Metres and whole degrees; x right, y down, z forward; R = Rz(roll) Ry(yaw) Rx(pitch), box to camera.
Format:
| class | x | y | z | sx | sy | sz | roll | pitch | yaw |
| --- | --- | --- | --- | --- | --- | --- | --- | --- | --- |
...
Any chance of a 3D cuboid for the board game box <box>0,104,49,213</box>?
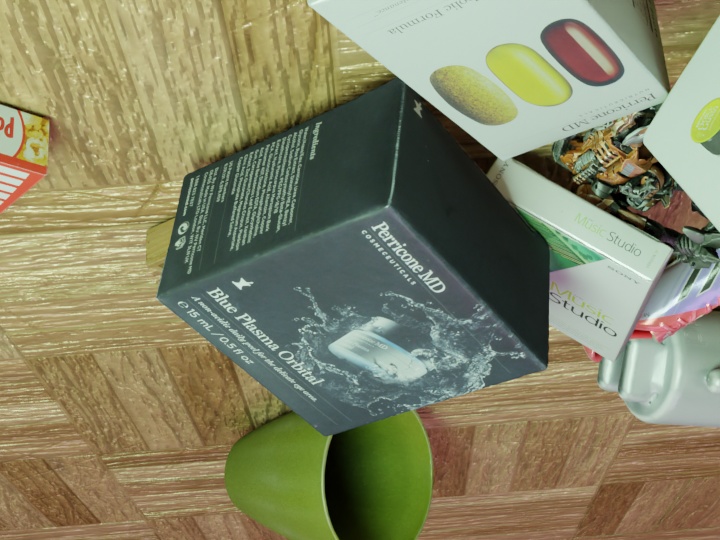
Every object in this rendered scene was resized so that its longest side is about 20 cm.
| class | x | y | z | sx | sy | sz | roll | pitch | yaw |
| --- | --- | --- | --- | --- | --- | --- | --- | --- | --- |
| board game box | -0.331 | -0.079 | 0.867 | 0.199 | 0.047 | 0.151 | 16 | 149 | -37 |

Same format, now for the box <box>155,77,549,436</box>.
| class | x | y | z | sx | sy | sz | roll | pitch | yaw |
| --- | --- | --- | --- | --- | --- | --- | --- | --- | --- |
| box | 0.000 | 0.000 | 0.912 | 0.199 | 0.118 | 0.197 | -21 | 133 | 30 |

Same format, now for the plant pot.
| class | x | y | z | sx | sy | sz | roll | pitch | yaw |
| --- | --- | --- | --- | --- | --- | --- | --- | --- | --- |
| plant pot | -0.052 | 0.228 | 1.464 | 0.199 | 0.189 | 0.187 | -5 | 161 | 41 |

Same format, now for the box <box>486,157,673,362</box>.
| class | x | y | z | sx | sy | sz | roll | pitch | yaw |
| --- | --- | --- | --- | --- | --- | --- | --- | --- | --- |
| box | 0.157 | -0.004 | 1.019 | 0.144 | 0.036 | 0.200 | 31 | 163 | 14 |

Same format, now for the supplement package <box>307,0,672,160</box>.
| class | x | y | z | sx | sy | sz | roll | pitch | yaw |
| --- | --- | --- | --- | --- | --- | --- | --- | --- | --- |
| supplement package | 0.070 | -0.157 | 0.685 | 0.113 | 0.110 | 0.200 | -19 | 152 | 30 |

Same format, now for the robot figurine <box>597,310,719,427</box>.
| class | x | y | z | sx | sy | sz | roll | pitch | yaw |
| --- | --- | --- | --- | --- | --- | --- | --- | --- | --- |
| robot figurine | 0.332 | 0.095 | 1.278 | 0.198 | 0.114 | 0.170 | 5 | -169 | -21 |

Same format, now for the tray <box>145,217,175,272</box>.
| class | x | y | z | sx | sy | sz | roll | pitch | yaw |
| --- | --- | --- | --- | --- | --- | --- | --- | --- | --- |
| tray | -0.063 | -0.034 | 1.024 | 0.199 | 0.037 | 0.098 | -20 | 152 | 32 |

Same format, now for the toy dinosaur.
| class | x | y | z | sx | sy | sz | roll | pitch | yaw |
| --- | --- | --- | --- | --- | --- | --- | --- | --- | --- |
| toy dinosaur | 0.204 | -0.066 | 0.964 | 0.135 | 0.103 | 0.200 | 17 | 172 | 6 |

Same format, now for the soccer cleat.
| class | x | y | z | sx | sy | sz | roll | pitch | yaw |
| --- | --- | --- | --- | --- | --- | --- | --- | --- | --- |
| soccer cleat | 0.286 | 0.025 | 1.165 | 0.199 | 0.074 | 0.068 | -18 | 151 | 25 |

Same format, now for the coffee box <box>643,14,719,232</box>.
| class | x | y | z | sx | sy | sz | roll | pitch | yaw |
| --- | --- | --- | --- | --- | --- | --- | --- | --- | --- |
| coffee box | 0.310 | -0.084 | 0.671 | 0.199 | 0.198 | 0.200 | -11 | 144 | -35 |
